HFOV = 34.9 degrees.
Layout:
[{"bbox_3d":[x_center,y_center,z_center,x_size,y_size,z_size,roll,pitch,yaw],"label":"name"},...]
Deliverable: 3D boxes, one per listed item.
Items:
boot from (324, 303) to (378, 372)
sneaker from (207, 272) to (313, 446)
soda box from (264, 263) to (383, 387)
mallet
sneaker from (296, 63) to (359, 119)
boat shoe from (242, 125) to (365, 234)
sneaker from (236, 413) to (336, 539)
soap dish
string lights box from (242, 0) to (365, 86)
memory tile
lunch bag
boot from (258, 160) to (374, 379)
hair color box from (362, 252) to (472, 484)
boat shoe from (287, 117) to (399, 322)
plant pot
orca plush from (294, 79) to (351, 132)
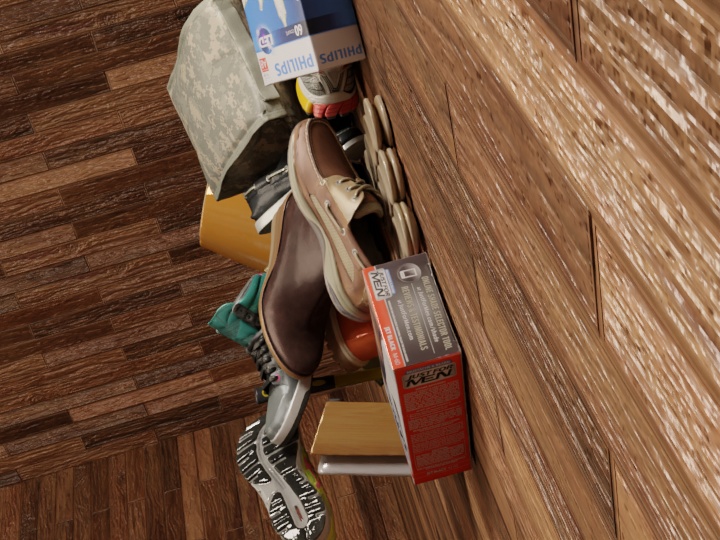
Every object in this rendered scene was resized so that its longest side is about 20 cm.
[{"bbox_3d":[0.000,0.000,1.276,0.075,0.107,0.202,14,-129,-53],"label":"boot"},{"bbox_3d":[-0.111,0.085,1.259,0.084,0.120,0.202,132,151,-53],"label":"sneaker"},{"bbox_3d":[-0.025,0.048,1.393,0.200,0.064,0.068,46,177,0],"label":"soda box"},{"bbox_3d":[-0.024,0.117,1.322,0.041,0.198,0.067,100,166,-69],"label":"mallet"},{"bbox_3d":[-0.048,-0.247,1.201,0.083,0.077,0.201,88,161,-45],"label":"sneaker"},{"bbox_3d":[-0.068,-0.111,1.281,0.075,0.200,0.061,-19,-104,-51],"label":"boat shoe"},{"bbox_3d":[-0.077,0.242,1.264,0.091,0.078,0.201,61,-178,-44],"label":"sneaker"},{"bbox_3d":[0.024,0.189,1.289,0.200,0.155,0.082,95,175,-81],"label":"soap dish"},{"bbox_3d":[-0.068,-0.282,1.059,0.102,0.059,0.202,-1,107,56],"label":"string lights box"},{"bbox_3d":[0.029,-0.069,1.089,0.200,0.017,0.155,86,168,-78],"label":"memory tile"},{"bbox_3d":[-0.135,-0.202,1.305,0.165,0.117,0.200,65,157,12],"label":"lunch bag"},{"bbox_3d":[-0.040,0.002,1.184,0.166,0.072,0.202,-24,68,54],"label":"boot"},{"bbox_3d":[0.053,0.092,1.027,0.201,0.063,0.112,80,174,-51],"label":"hair color box"},{"bbox_3d":[-0.007,-0.055,1.080,0.072,0.075,0.202,-28,80,43],"label":"boat shoe"},{"bbox_3d":[-0.119,-0.077,1.564,0.200,0.181,0.203,-169,90,-87],"label":"plant pot"},{"bbox_3d":[-0.042,-0.237,1.368,0.105,0.071,0.202,-27,-67,-48],"label":"orca plush"}]
